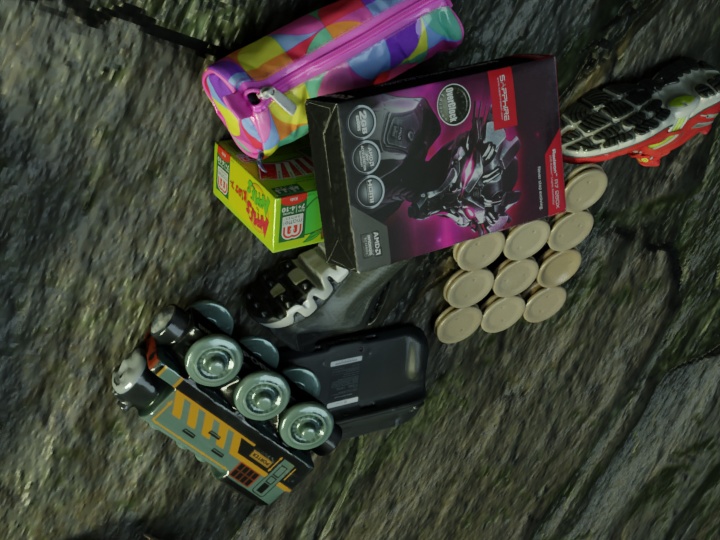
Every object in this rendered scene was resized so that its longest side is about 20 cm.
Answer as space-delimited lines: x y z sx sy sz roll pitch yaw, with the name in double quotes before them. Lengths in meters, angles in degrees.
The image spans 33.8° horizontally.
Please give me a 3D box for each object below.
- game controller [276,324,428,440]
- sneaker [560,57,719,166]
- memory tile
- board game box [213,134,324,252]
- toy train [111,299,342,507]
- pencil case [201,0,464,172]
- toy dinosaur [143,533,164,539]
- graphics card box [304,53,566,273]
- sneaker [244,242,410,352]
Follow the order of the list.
"game controller" -0.021 0.110 1.096 0.200 0.042 0.105 -10 109 -32
"sneaker" 0.267 -0.130 1.120 0.200 0.077 0.085 -21 138 -21
"memory tile" 0.148 -0.014 1.113 0.153 0.017 0.200 -13 138 -23
"board game box" -0.004 -0.076 0.933 0.200 0.102 0.048 -14 127 -29
"toy train" -0.108 0.111 0.978 0.114 0.085 0.200 -45 119 10
"pencil case" -0.020 -0.157 0.876 0.200 0.088 0.088 -34 133 -17
"toy dinosaur" -0.218 0.280 1.032 0.200 0.086 0.136 31 88 -28
"graphics card box" 0.061 -0.084 0.876 0.200 0.051 0.126 -15 109 -28
"sneaker" 0.000 0.000 1.016 0.200 0.066 0.091 -36 136 -7
